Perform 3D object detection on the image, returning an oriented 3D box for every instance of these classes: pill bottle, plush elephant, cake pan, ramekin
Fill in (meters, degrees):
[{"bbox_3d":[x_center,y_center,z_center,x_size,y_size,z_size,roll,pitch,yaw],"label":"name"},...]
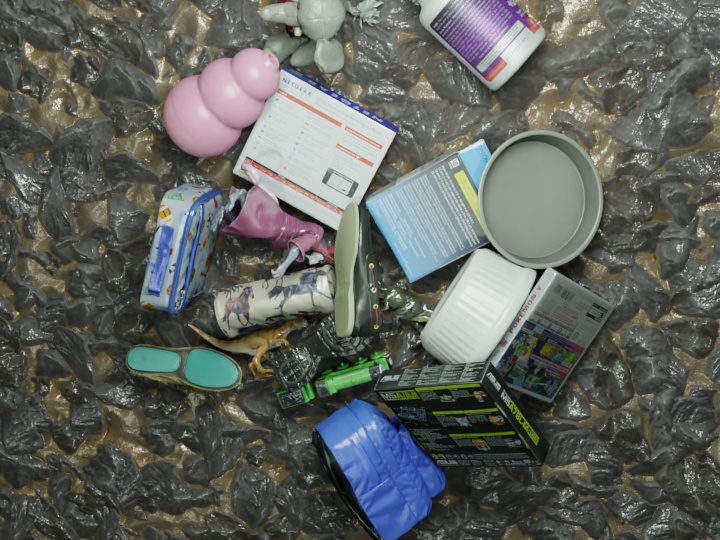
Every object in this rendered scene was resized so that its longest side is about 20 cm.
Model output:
[{"bbox_3d":[0.155,-0.360,1.530,0.200,0.111,0.111,42,108,-4],"label":"pill bottle"},{"bbox_3d":[-0.075,-0.368,1.544,0.199,0.155,0.166,3,106,10],"label":"plush elephant"},{"bbox_3d":[0.258,-0.103,1.583,0.199,0.037,0.202,0,92,-16],"label":"cake pan"},{"bbox_3d":[0.168,0.059,1.600,0.094,0.202,0.203,33,109,1],"label":"ramekin"}]

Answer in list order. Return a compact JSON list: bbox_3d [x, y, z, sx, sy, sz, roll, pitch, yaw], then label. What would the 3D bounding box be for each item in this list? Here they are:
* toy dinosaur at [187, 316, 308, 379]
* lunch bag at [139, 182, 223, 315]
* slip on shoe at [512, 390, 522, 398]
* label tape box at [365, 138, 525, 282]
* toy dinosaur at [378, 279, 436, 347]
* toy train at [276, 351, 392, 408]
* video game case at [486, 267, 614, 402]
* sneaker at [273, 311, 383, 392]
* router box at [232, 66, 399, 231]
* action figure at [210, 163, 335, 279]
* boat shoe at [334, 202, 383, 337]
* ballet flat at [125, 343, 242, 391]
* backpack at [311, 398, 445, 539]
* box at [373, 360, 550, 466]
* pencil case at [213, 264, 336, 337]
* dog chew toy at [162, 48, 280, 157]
[{"bbox_3d":[-0.172,0.123,1.764,0.199,0.060,0.107,-13,74,10],"label":"toy dinosaur"},{"bbox_3d":[-0.277,-0.030,1.674,0.075,0.160,0.201,16,107,5],"label":"lunch bag"},{"bbox_3d":[0.248,0.123,1.670,0.060,0.076,0.201,29,106,-7],"label":"slip on shoe"},{"bbox_3d":[0.128,-0.093,1.637,0.199,0.066,0.144,-28,100,11],"label":"label tape box"},{"bbox_3d":[0.077,0.074,1.705,0.199,0.047,0.089,22,102,0],"label":"toy dinosaur"},{"bbox_3d":[-0.043,0.179,1.748,0.199,0.056,0.042,-18,102,15],"label":"toy train"},{"bbox_3d":[0.279,0.100,1.599,0.023,0.200,0.183,38,99,39],"label":"video game case"},{"bbox_3d":[-0.047,0.114,1.712,0.199,0.091,0.076,-32,88,17],"label":"sneaker"},{"bbox_3d":[-0.068,-0.183,1.652,0.199,0.049,0.180,30,108,1],"label":"router box"},{"bbox_3d":[-0.121,-0.067,1.656,0.199,0.134,0.150,18,95,-19],"label":"action figure"},{"bbox_3d":[-0.001,0.000,1.629,0.063,0.074,0.203,1,87,-23],"label":"boat shoe"},{"bbox_3d":[-0.286,0.160,1.782,0.199,0.071,0.071,8,107,8],"label":"ballet flat"},{"bbox_3d":[0.025,0.300,1.722,0.167,0.162,0.201,-36,98,-12],"label":"backpack"},{"bbox_3d":[0.149,0.215,1.589,0.199,0.048,0.193,-10,127,41],"label":"box"},{"bbox_3d":[-0.126,0.048,1.703,0.199,0.090,0.078,-13,67,4],"label":"pencil case"},{"bbox_3d":[-0.199,-0.256,1.605,0.200,0.125,0.125,-32,98,27],"label":"dog chew toy"}]
